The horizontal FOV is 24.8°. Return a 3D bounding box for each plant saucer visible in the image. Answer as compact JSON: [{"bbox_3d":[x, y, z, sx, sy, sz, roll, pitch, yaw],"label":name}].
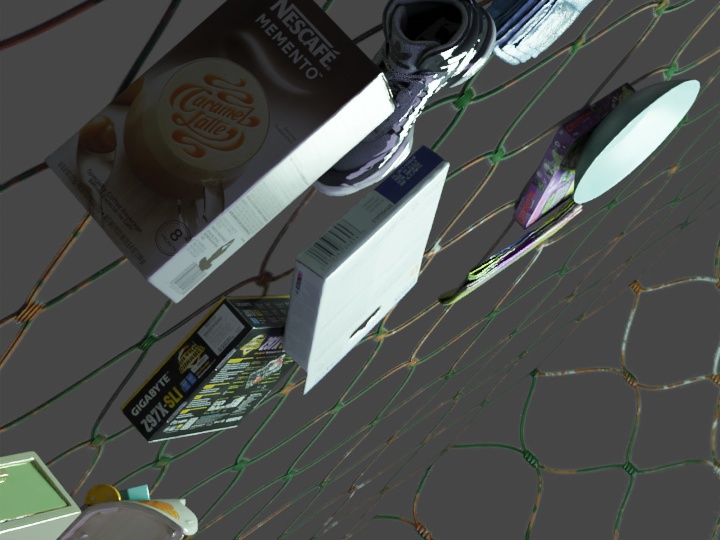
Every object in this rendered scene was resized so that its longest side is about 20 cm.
[{"bbox_3d":[0.316,-0.163,1.939,0.201,0.039,0.201,-38,163,-14],"label":"plant saucer"}]

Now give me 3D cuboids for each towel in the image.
[{"bbox_3d":[0.193,-0.024,2.093,0.200,0.023,0.144,-34,176,-16],"label":"towel"},{"bbox_3d":[0.191,-0.261,1.429,0.200,0.049,0.112,-46,165,13],"label":"towel"}]

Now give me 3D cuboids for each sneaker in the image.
[{"bbox_3d":[0.024,-0.150,1.280,0.200,0.075,0.114,-47,165,-4],"label":"sneaker"}]

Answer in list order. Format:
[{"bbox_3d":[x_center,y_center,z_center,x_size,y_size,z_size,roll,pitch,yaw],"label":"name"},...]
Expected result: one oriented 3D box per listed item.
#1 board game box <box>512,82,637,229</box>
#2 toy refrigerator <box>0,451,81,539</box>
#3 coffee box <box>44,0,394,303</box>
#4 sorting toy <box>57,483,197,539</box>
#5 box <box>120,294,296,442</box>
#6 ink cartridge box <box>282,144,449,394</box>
[{"bbox_3d":[0.261,-0.137,1.992,0.120,0.032,0.200,-38,164,-30],"label":"board game box"},{"bbox_3d":[-0.328,0.209,1.391,0.070,0.076,0.200,-46,164,16],"label":"toy refrigerator"},{"bbox_3d":[-0.090,-0.090,1.077,0.200,0.114,0.080,-42,165,-2],"label":"coffee box"},{"bbox_3d":[-0.264,0.300,1.784,0.200,0.107,0.180,-44,172,8],"label":"sorting toy"},{"bbox_3d":[-0.128,0.094,1.623,0.160,0.049,0.200,-49,164,15],"label":"box"},{"bbox_3d":[0.000,0.000,1.602,0.196,0.043,0.200,-44,162,-33],"label":"ink cartridge box"}]
